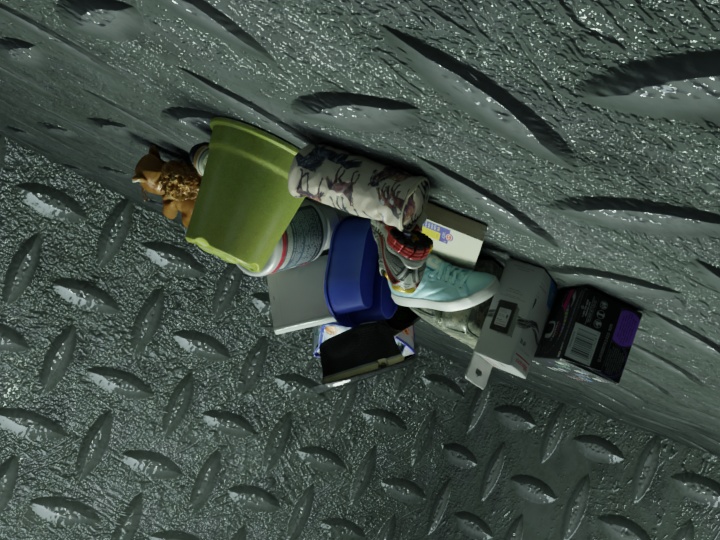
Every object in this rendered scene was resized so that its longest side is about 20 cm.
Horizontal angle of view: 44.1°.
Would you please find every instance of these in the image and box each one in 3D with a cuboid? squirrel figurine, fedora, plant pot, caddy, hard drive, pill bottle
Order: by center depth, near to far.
[{"bbox_3d":[-0.177,-0.106,1.378,0.197,0.187,0.200,23,173,3],"label":"plant pot"},{"bbox_3d":[-0.128,-0.065,1.564,0.118,0.122,0.199,19,-160,31],"label":"pill bottle"},{"bbox_3d":[-0.004,0.149,1.579,0.196,0.094,0.201,-17,173,-2],"label":"fedora"},{"bbox_3d":[0.000,0.000,1.590,0.103,0.204,0.141,-5,158,38],"label":"caddy"},{"bbox_3d":[-0.075,0.037,1.686,0.196,0.134,0.026,-13,152,3],"label":"hard drive"},{"bbox_3d":[-0.372,-0.181,1.834,0.185,0.143,0.199,36,156,-14],"label":"squirrel figurine"}]

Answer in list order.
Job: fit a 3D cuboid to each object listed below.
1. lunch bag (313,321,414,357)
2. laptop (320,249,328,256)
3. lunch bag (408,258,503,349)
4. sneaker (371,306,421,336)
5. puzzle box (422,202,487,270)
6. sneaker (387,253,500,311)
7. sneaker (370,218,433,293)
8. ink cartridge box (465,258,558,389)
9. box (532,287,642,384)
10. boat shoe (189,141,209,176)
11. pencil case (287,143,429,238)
[{"bbox_3d":[0.013,0.089,1.766,0.196,0.172,0.125,11,135,-10],"label":"lunch bag"},{"bbox_3d":[0.026,-0.006,1.793,0.176,0.200,0.104,29,-153,-39],"label":"laptop"},{"bbox_3d":[0.172,0.050,1.557,0.165,0.142,0.199,11,168,36],"label":"lunch bag"},{"bbox_3d":[0.103,0.051,1.659,0.074,0.200,0.087,48,154,-2],"label":"sneaker"},{"bbox_3d":[0.123,-0.052,1.365,0.131,0.026,0.200,23,168,7],"label":"puzzle box"},{"bbox_3d":[0.123,0.012,1.418,0.196,0.074,0.083,-4,124,32],"label":"sneaker"},{"bbox_3d":[0.048,-0.025,1.256,0.076,0.084,0.200,11,-165,-7],"label":"sneaker"},{"bbox_3d":[0.244,0.098,1.426,0.066,0.204,0.116,18,172,28],"label":"ink cartridge box"},{"bbox_3d":[0.355,0.107,1.451,0.104,0.124,0.200,23,173,-5],"label":"box"},{"bbox_3d":[-0.213,-0.166,1.520,0.062,0.076,0.199,32,-175,40],"label":"boat shoe"},{"bbox_3d":[-0.004,-0.110,1.197,0.197,0.078,0.090,20,148,24],"label":"pencil case"}]
